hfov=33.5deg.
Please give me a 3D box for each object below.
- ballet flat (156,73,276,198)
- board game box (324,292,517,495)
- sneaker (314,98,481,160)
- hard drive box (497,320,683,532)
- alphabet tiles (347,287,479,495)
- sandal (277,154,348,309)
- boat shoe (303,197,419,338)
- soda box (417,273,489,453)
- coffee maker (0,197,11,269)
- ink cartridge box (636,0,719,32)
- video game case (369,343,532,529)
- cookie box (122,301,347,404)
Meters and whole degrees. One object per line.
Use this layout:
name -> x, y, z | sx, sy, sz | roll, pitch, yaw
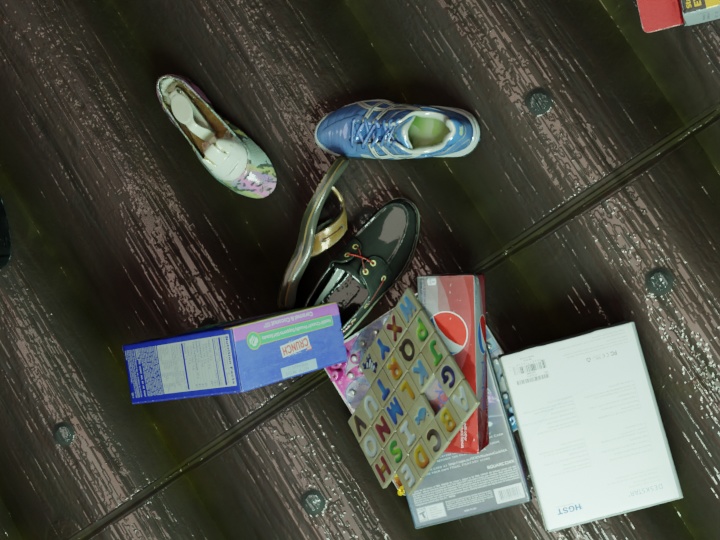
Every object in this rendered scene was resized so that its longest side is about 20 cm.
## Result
ballet flat -> -0.186, -0.165, 1.470 | 0.069, 0.071, 0.200 | -44, 80, 12
board game box -> 0.078, 0.138, 1.425 | 0.200, 0.026, 0.200 | -34, 82, 14
sneaker -> 0.038, -0.168, 1.404 | 0.199, 0.077, 0.076 | -1, 92, 17
hard drive box -> 0.253, 0.172, 1.336 | 0.155, 0.077, 0.201 | -15, 87, 4
alphabet tiles -> 0.048, 0.148, 1.353 | 0.167, 0.008, 0.200 | 59, 135, 34
sandal -> -0.047, -0.042, 1.433 | 0.054, 0.082, 0.201 | 20, 95, -2
boat shoe -> 0.002, 0.002, 1.427 | 0.074, 0.063, 0.202 | 37, 99, 14
soda box -> 0.106, 0.104, 1.353 | 0.070, 0.063, 0.201 | -1, 91, 17
coffee maker -> -0.530, -0.042, 1.503 | 0.192, 0.200, 0.135 | 13, 97, 18
ink cartridge box -> 0.374, -0.377, 1.301 | 0.175, 0.084, 0.201 | -13, 88, 16
video game case -> 0.104, 0.188, 1.396 | 0.143, 0.019, 0.201 | -17, 85, 15
cookie box -> -0.145, 0.096, 1.379 | 0.200, 0.171, 0.075 | -11, 90, 42
